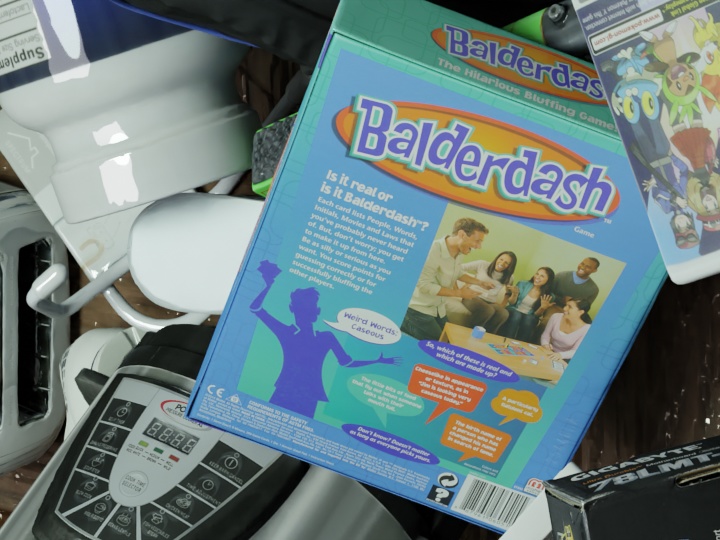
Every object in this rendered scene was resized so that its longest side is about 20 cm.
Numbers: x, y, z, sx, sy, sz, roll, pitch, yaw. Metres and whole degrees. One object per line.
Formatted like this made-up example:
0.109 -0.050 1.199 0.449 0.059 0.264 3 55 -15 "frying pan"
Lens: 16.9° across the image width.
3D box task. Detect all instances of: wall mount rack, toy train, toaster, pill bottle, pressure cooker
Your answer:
-0.114 -0.076 1.148 0.174 0.075 0.200 -38 74 2 "wall mount rack"
0.035 -0.066 0.963 0.200 0.056 0.042 -22 55 39 "toy train"
-0.224 0.021 1.238 0.129 0.114 0.200 14 109 33 "toaster"
-0.113 -0.127 1.039 0.116 0.116 0.200 -13 98 42 "pill bottle"
-0.060 0.119 1.066 0.176 0.200 0.179 42 157 -16 "pressure cooker"

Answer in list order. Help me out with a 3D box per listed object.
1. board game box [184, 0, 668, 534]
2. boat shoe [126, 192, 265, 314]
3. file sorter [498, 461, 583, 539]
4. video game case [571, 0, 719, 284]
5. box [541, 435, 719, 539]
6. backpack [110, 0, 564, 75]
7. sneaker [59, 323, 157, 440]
0.033 0.001 0.932 0.152 0.045 0.200 21 128 -4 "board game box"
0.000 0.003 1.069 0.199 0.068 0.074 3 93 15 "boat shoe"
0.068 0.202 0.960 0.124 0.139 0.200 41 85 18 "file sorter"
0.150 -0.106 0.784 0.200 0.023 0.183 -21 88 45 "video game case"
0.180 0.151 0.875 0.050 0.198 0.200 -166 63 -76 "box"
-0.009 -0.164 0.945 0.183 0.200 0.147 -27 64 43 "backpack"
-0.100 0.125 1.194 0.080 0.076 0.200 -11 90 54 "sneaker"
